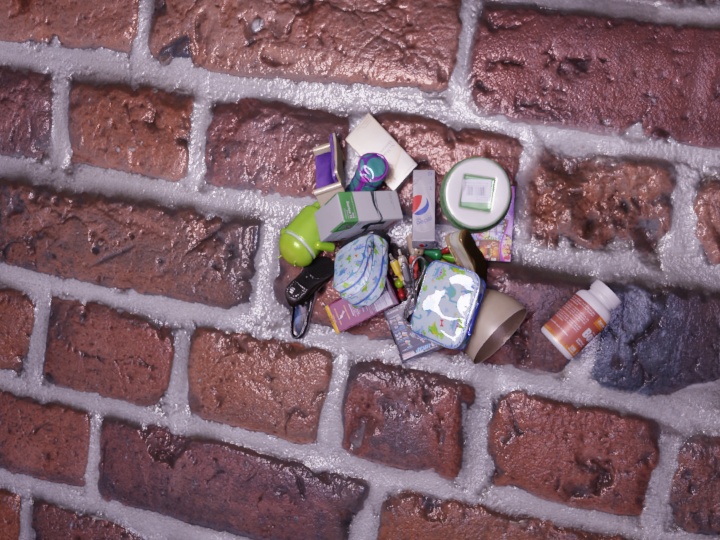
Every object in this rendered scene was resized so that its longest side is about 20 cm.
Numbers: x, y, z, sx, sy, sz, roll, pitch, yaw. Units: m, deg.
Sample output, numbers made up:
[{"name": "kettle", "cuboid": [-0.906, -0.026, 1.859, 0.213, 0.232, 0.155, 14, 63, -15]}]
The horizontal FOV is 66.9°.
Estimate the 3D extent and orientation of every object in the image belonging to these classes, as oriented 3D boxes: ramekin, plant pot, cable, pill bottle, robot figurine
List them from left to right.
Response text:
[{"name": "robot figurine", "cuboid": [-0.150, -0.098, 1.526, 0.172, 0.117, 0.202, 20, 62, 39]}, {"name": "cable", "cuboid": [0.139, 0.042, 1.460, 0.094, 0.050, 0.208, -11, 95, 1]}, {"name": "ramekin", "cuboid": [0.305, -0.201, 1.438, 0.192, 0.098, 0.208, 1, 93, 10]}, {"name": "plant pot", "cuboid": [0.330, 0.129, 1.460, 0.201, 0.199, 0.135, -48, 63, 8]}, {"name": "pill bottle", "cuboid": [0.585, 0.128, 1.443, 0.112, 0.112, 0.200, 44, 99, 4]}]

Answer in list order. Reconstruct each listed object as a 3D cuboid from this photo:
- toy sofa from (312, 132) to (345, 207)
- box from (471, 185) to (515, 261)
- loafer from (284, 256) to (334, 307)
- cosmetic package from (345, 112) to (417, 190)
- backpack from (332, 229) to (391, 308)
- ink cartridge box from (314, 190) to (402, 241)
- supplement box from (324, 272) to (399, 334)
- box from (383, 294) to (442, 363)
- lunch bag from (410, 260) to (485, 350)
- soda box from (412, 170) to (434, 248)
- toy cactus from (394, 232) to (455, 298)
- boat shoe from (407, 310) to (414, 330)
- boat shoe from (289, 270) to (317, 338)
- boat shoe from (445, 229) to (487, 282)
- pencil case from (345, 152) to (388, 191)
[{"name": "toy sofa", "cuboid": [-0.089, -0.277, 1.488, 0.080, 0.099, 0.204, -15, 47, 10]}, {"name": "box", "cuboid": [0.352, -0.131, 1.504, 0.132, 0.039, 0.208, 3, 93, 9]}, {"name": "loafer", "cuboid": [-0.146, 0.032, 1.546, 0.073, 0.199, 0.072, 43, 143, 12]}, {"name": "cosmetic package", "cuboid": [0.061, -0.327, 1.526, 0.104, 0.073, 0.200, -45, 85, 8]}, {"name": "backpack", "cuboid": [0.000, 0.000, 1.431, 0.160, 0.152, 0.206, -21, 57, 30]}, {"name": "ink cartridge box", "cuboid": [-0.004, -0.146, 1.458, 0.195, 0.146, 0.086, -8, 76, -33]}, {"name": "supplement box", "cuboid": [0.010, 0.091, 1.536, 0.195, 0.110, 0.088, -27, 89, 9]}, {"name": "box", "cuboid": [0.178, 0.151, 1.544, 0.195, 0.046, 0.164, -23, 89, 9]}, {"name": "lunch bag", "cuboid": [0.224, 0.091, 1.384, 0.157, 0.082, 0.207, 17, 88, 30]}, {"name": "soda box", "cuboid": [0.172, -0.167, 1.486, 0.061, 0.068, 0.208, 1, 75, 6]}, {"name": "toy cactus", "cuboid": [0.168, -0.026, 1.515, 0.196, 0.102, 0.169, -28, 74, 8]}, {"name": "boat shoe", "cuboid": [0.202, 0.088, 1.485, 0.200, 0.073, 0.064, -41, 54, 16]}, {"name": "boat shoe", "cuboid": [-0.173, 0.101, 1.589, 0.068, 0.066, 0.207, 13, 95, 7]}, {"name": "boat shoe", "cuboid": [0.286, -0.031, 1.466, 0.065, 0.075, 0.203, 1, 135, 39]}, {"name": "pencil case", "cuboid": [0.014, -0.240, 1.471, 0.084, 0.200, 0.093, 39, 71, 1]}]
